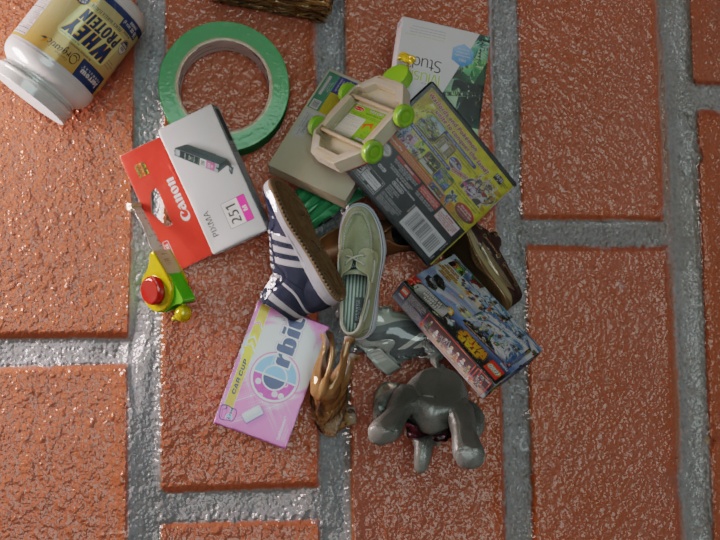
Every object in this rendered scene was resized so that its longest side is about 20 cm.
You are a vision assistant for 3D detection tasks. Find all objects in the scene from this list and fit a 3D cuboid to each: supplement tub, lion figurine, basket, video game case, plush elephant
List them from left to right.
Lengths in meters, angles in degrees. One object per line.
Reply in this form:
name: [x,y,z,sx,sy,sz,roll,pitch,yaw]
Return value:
supplement tub: [-0.425,-0.329,1.419,0.144,0.144,0.201,35,81,-2]
basket: [-0.128,-0.483,1.469,0.198,0.143,0.151,10,83,-5]
lion figurine: [-0.045,0.163,1.389,0.072,0.200,0.124,15,73,16]
plush elephant: [0.097,0.218,1.415,0.163,0.156,0.201,8,49,3]
video game case: [0.102,-0.140,1.426,0.181,0.026,0.200,-42,101,-1]

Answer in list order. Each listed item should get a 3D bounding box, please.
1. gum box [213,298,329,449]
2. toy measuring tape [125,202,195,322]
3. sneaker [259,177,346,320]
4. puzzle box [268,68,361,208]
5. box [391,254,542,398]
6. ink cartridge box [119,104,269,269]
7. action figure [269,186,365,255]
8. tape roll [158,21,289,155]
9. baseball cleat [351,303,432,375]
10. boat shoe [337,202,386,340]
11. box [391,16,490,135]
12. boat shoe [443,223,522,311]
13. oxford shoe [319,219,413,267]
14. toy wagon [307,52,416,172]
gum box: [-0.130,0.148,1.438,0.112,0.066,0.202,21,82,-5]
toy measuring tape: [-0.309,-0.004,1.443,0.073,0.074,0.201,-30,75,-8]
sneaker: [-0.111,-0.024,1.391,0.108,0.070,0.201,-29,88,28]
puzzle box: [-0.035,-0.203,1.470,0.132,0.025,0.201,25,67,11]
box: [0.157,0.078,1.423,0.200,0.040,0.136,49,42,16]
ink cartridge box: [-0.249,-0.117,1.434,0.172,0.044,0.202,-24,92,8]
action figure: [-0.070,-0.095,1.464,0.118,0.055,0.200,34,72,27]
tape roll: [-0.208,-0.276,1.486,0.198,0.048,0.203,1,84,-6]
baseball cleat: [0.084,0.112,1.475,0.198,0.070,0.108,14,96,0]
boat shoe: [0.000,0.000,1.416,0.071,0.062,0.203,-2,85,11]
box: [0.114,-0.270,1.464,0.143,0.036,0.202,9,83,-10]
boat shoe: [0.184,-0.030,1.500,0.072,0.072,0.201,-27,80,-38]
oxford shoe: [0.019,-0.048,1.476,0.198,0.071,0.072,-15,87,-6]
toy wagon: [0.016,-0.229,1.400,0.200,0.155,0.040,-48,131,-9]
